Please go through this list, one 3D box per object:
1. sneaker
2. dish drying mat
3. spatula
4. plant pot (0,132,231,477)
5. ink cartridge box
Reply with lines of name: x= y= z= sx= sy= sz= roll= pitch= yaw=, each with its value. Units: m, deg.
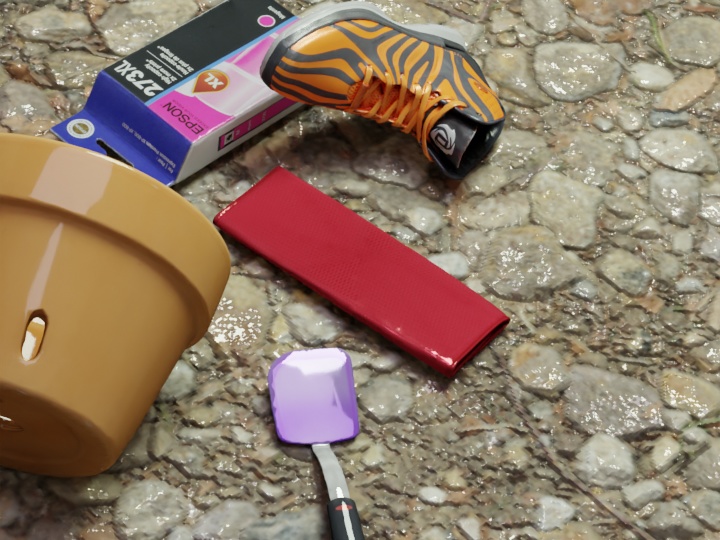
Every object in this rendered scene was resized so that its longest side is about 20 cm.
sneaker: x=0.030 y=-0.122 z=1.442 sx=0.200 sy=0.078 sz=0.112 roll=-4 pitch=47 yaw=-42
dish drying mat: x=0.000 y=0.000 z=1.395 sx=0.200 sy=0.018 sz=0.077 roll=32 pitch=50 yaw=20
spatula: x=-0.016 y=0.131 z=1.268 sx=0.056 sy=0.021 sz=0.200 roll=-2 pitch=49 yaw=-14
plant pot: x=-0.190 y=0.031 z=1.230 sx=0.199 sy=0.200 sz=0.140 roll=14 pitch=64 yaw=4
ink cartridge box: x=-0.113 y=-0.127 z=1.471 sx=0.095 sy=0.037 sz=0.200 roll=38 pitch=54 yaw=23
